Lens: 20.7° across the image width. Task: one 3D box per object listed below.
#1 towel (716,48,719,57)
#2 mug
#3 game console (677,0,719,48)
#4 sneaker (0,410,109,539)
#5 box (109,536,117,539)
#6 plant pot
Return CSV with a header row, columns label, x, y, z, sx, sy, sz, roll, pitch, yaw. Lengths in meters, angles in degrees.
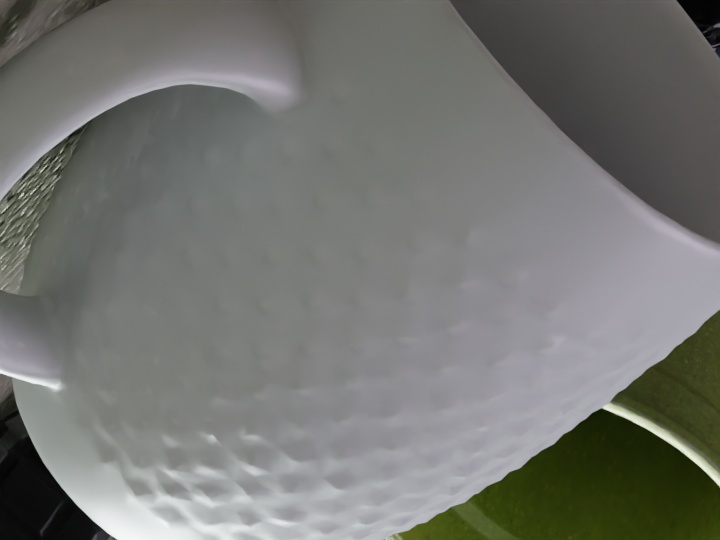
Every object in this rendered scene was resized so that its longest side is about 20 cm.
label,x,y,z,sx,sy,sz,roll,pitch,yaw
towel,0.221,-0.153,1.128,0.112,0.200,0.048,-48,145,14
mug,-0.020,-0.011,0.487,0.175,0.148,0.199,-42,148,26
game console,0.081,-0.102,0.739,0.200,0.175,0.117,-43,145,-49
sneaker,-0.156,0.137,0.721,0.200,0.075,0.079,-47,177,-14
box,-0.116,0.212,0.928,0.199,0.130,0.201,-38,152,-36
plant pot,0.124,0.055,0.951,0.185,0.200,0.201,-61,-176,-38
